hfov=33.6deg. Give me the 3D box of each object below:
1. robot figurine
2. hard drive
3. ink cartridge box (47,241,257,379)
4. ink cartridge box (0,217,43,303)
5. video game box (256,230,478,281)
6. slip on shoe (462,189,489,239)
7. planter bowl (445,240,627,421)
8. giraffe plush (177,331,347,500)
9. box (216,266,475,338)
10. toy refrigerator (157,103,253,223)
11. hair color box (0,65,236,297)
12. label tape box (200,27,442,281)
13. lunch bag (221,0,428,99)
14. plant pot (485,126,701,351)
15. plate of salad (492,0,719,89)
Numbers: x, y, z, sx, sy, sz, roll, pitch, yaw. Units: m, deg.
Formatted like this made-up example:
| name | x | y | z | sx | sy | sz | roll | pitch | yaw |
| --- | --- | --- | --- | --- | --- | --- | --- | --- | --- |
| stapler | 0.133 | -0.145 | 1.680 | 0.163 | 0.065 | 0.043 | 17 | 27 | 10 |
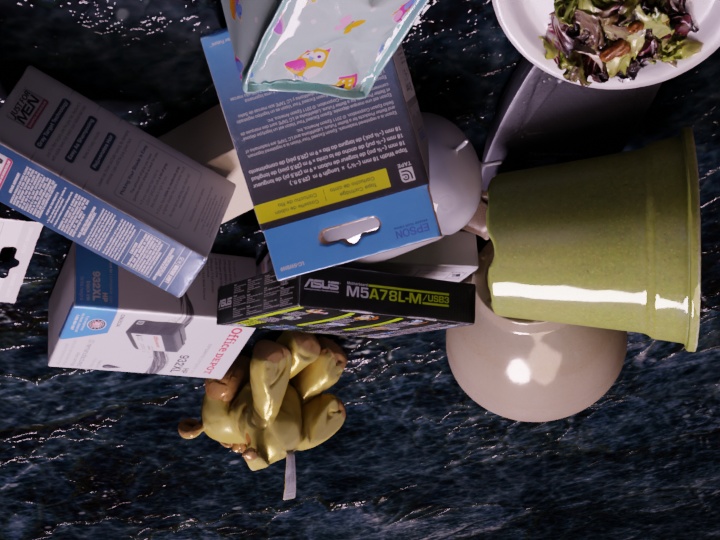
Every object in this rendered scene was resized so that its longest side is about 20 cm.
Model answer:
| name | x | y | z | sx | sy | sz | roll | pitch | yaw |
| --- | --- | --- | --- | --- | --- | --- | --- | --- | --- |
| robot figurine | 0.026 | -0.072 | 1.081 | 0.198 | 0.114 | 0.169 | -21 | 172 | 26 |
| hard drive | 0.186 | -0.141 | 1.089 | 0.133 | 0.043 | 0.201 | -1 | 151 | -12 |
| ink cartridge box | -0.223 | 0.045 | 1.276 | 0.198 | 0.085 | 0.145 | 6 | 147 | -24 |
| ink cartridge box | -0.419 | -0.031 | 1.142 | 0.198 | 0.051 | 0.161 | 3 | 149 | -26 |
| video game box | 0.000 | 0.000 | 1.256 | 0.198 | 0.047 | 0.182 | 3 | 160 | -18 |
| slip on shoe | 0.121 | -0.063 | 1.192 | 0.198 | 0.061 | 0.076 | 4 | 149 | -20 |
| planter bowl | 0.181 | 0.039 | 1.256 | 0.198 | 0.202 | 0.135 | -10 | 145 | 5 |
| giraffe plush | -0.128 | 0.163 | 1.460 | 0.161 | 0.202 | 0.172 | 7 | 169 | 41 |
| box | -0.018 | 0.033 | 1.167 | 0.191 | 0.048 | 0.199 | 9 | 169 | -27 |
| toy refrigerator | -0.121 | -0.099 | 1.067 | 0.199 | 0.071 | 0.076 | -25 | 140 | 26 |
| hair color box | -0.211 | -0.072 | 0.981 | 0.199 | 0.101 | 0.061 | 30 | 130 | -14 |
| label tape box | -0.025 | -0.111 | 0.945 | 0.143 | 0.202 | 0.063 | -14 | -169 | 12 |
| lunch bag | -0.022 | -0.233 | 0.747 | 0.121 | 0.172 | 0.200 | -2 | 151 | -25 |
| plant pot | 0.210 | -0.026 | 1.089 | 0.182 | 0.202 | 0.201 | -1 | 152 | 12 |
| plate of salad | 0.198 | -0.214 | 0.912 | 0.197 | 0.048 | 0.201 | 6 | 137 | 6 |
